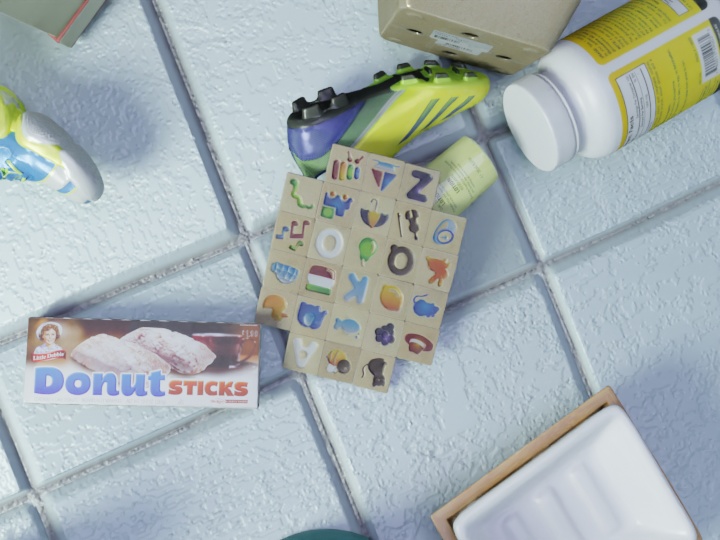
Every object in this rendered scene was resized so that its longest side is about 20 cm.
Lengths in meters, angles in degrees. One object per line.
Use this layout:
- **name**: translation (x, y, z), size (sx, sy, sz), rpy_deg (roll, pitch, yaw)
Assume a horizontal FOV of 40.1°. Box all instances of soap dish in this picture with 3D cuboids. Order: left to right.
- **soap dish**: translation (0.176, 0.223, 0.863), size (0.198, 0.081, 0.159), rpy_deg (-32, 89, -11)

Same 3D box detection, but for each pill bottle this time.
- **pill bottle**: translation (0.234, -0.175, 0.901), size (0.198, 0.112, 0.114), rpy_deg (-29, 89, -11)

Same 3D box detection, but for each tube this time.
- **tube**: translation (0.036, -0.038, 0.888), size (0.199, 0.052, 0.058), rpy_deg (-40, 56, -5)

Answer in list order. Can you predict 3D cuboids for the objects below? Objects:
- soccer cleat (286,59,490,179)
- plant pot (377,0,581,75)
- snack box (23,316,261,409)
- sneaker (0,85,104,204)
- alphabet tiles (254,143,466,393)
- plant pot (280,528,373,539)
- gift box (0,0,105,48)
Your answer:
- **soccer cleat**: translation (0.027, -0.135, 0.899), size (0.197, 0.065, 0.085), rpy_deg (-18, 116, -15)
- **plant pot**: translation (0.107, -0.282, 0.861), size (0.196, 0.200, 0.181), rpy_deg (14, 91, -7)
- **snack box**: translation (-0.184, 0.079, 0.844), size (0.195, 0.024, 0.074), rpy_deg (2, 84, -5)
- **sneaker**: translation (-0.313, -0.101, 0.832), size (0.199, 0.076, 0.106), rpy_deg (40, 91, 4)
- **alphabet tiles**: translation (0.000, 0.000, 0.867), size (0.163, 0.006, 0.204), rpy_deg (13, 98, -5)
- **plant pot**: translation (-0.020, 0.319, 0.781), size (0.196, 0.161, 0.205), rpy_deg (1, 83, -9)
- **gift box**: translation (-0.255, -0.311, 0.796), size (0.185, 0.187, 0.200), rpy_deg (45, 94, 0)
